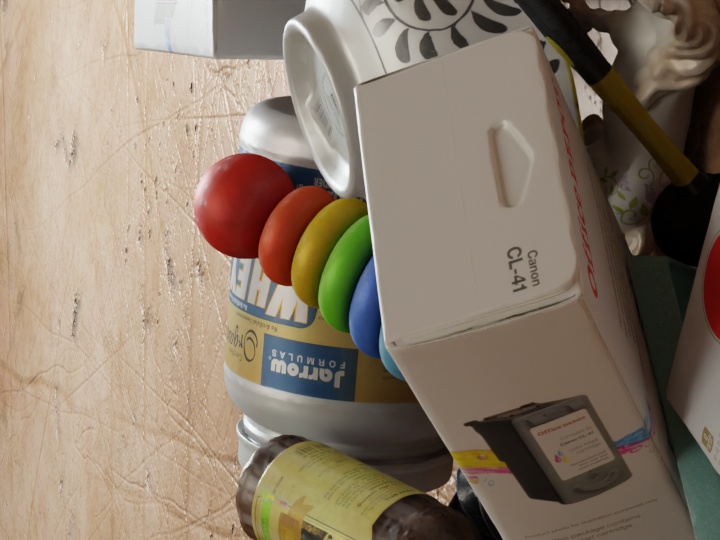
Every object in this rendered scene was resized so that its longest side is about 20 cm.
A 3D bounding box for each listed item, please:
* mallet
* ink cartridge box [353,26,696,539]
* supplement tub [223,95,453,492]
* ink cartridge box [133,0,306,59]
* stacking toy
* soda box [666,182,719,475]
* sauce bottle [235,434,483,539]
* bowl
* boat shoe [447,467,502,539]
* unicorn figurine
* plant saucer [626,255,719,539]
[{"bbox_3d":[0.101,-0.076,1.022,0.200,0.041,0.066,46,166,-9],"label":"mallet"},{"bbox_3d":[0.073,0.021,1.015,0.200,0.085,0.148,58,-161,-47],"label":"ink cartridge box"},{"bbox_3d":[-0.001,0.011,1.338,0.145,0.143,0.202,-145,58,-68],"label":"supplement tub"},{"bbox_3d":[-0.048,-0.172,1.482,0.200,0.143,0.085,-157,67,-70],"label":"ink cartridge box"},{"bbox_3d":[0.000,0.000,1.217,0.199,0.085,0.086,29,124,27],"label":"stacking toy"},{"bbox_3d":[0.177,-0.020,0.922,0.064,0.068,0.201,-120,35,-56],"label":"soda box"},{"bbox_3d":[0.017,0.138,1.204,0.199,0.064,0.065,20,110,49],"label":"sauce bottle"},{"bbox_3d":[0.021,-0.090,1.144,0.201,0.094,0.202,162,90,-76],"label":"bowl"},{"bbox_3d":[0.082,0.107,1.207,0.200,0.067,0.072,119,146,-56],"label":"boat shoe"},{"bbox_3d":[0.124,-0.089,1.102,0.138,0.073,0.201,-124,22,-58],"label":"unicorn figurine"},{"bbox_3d":[0.157,0.085,0.998,0.019,0.070,0.201,-31,55,34],"label":"plant saucer"}]
